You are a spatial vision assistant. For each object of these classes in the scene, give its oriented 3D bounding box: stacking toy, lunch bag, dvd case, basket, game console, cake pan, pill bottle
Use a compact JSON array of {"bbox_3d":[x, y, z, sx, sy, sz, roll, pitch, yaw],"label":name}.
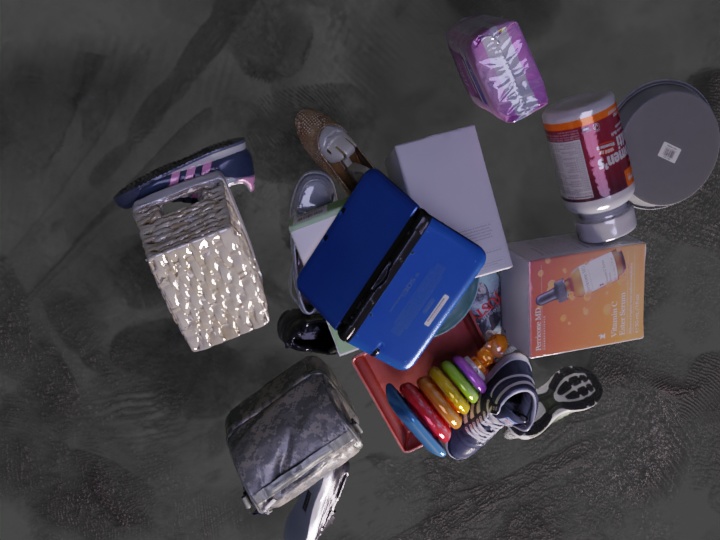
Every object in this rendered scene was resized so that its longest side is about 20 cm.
[{"bbox_3d":[0.145,0.168,1.415,0.200,0.116,0.110,-42,116,-1],"label":"stacking toy"},{"bbox_3d":[-0.097,0.251,1.400,0.198,0.168,0.140,-33,112,1],"label":"lunch bag"},{"bbox_3d":[0.170,0.066,1.477,0.145,0.022,0.201,-38,113,2],"label":"dvd case"},{"bbox_3d":[-0.209,-0.007,1.283,0.133,0.124,0.202,-21,133,-4],"label":"basket"},{"bbox_3d":[0.039,0.000,1.265,0.169,0.119,0.201,29,105,-24],"label":"game console"},{"bbox_3d":[0.465,-0.188,1.451,0.196,0.037,0.204,-4,109,-11],"label":"cake pan"},{"bbox_3d":[0.341,-0.152,1.391,0.108,0.110,0.203,-21,107,-5],"label":"pill bottle"}]

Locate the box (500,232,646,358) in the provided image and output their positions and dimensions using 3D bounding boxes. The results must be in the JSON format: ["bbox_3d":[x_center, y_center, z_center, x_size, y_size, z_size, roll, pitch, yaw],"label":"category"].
[{"bbox_3d":[0.321,0.032,1.440,0.196,0.106,0.155,-9,107,-16],"label":"box"}]

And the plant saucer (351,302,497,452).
[{"bbox_3d":[0.112,0.162,1.472,0.197,0.037,0.202,-27,114,6],"label":"plant saucer"}]

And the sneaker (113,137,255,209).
[{"bbox_3d":[-0.238,-0.111,1.303,0.197,0.070,0.083,-22,110,-3],"label":"sneaker"}]

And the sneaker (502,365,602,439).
[{"bbox_3d":[0.304,0.219,1.541,0.197,0.089,0.078,-20,72,-23],"label":"sneaker"}]

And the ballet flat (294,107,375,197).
[{"bbox_3d":[-0.013,-0.151,1.333,0.200,0.065,0.071,48,69,-19],"label":"ballet flat"}]

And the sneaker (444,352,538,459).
[{"bbox_3d":[0.197,0.228,1.430,0.069,0.109,0.202,28,109,-16],"label":"sneaker"}]

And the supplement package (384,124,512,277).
[{"bbox_3d":[0.120,-0.083,1.331,0.119,0.120,0.204,-14,88,-7],"label":"supplement package"}]

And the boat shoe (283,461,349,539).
[{"bbox_3d":[-0.066,0.379,1.507,0.065,0.070,0.203,6,110,-33],"label":"boat shoe"}]

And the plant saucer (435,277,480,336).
[{"bbox_3d":[0.078,0.001,1.395,0.196,0.027,0.205,1,81,-5],"label":"plant saucer"}]

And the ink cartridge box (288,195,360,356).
[{"bbox_3d":[0.000,0.000,1.325,0.143,0.048,0.203,-20,108,5],"label":"ink cartridge box"}]

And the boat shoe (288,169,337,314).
[{"bbox_3d":[-0.068,-0.040,1.366,0.073,0.065,0.206,5,107,-14],"label":"boat shoe"}]

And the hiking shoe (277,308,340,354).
[{"bbox_3d":[-0.022,0.093,1.401,0.196,0.101,0.077,-9,111,-9],"label":"hiking shoe"}]

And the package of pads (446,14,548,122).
[{"bbox_3d":[0.179,-0.277,1.272,0.075,0.200,0.122,-25,108,2],"label":"package of pads"}]
